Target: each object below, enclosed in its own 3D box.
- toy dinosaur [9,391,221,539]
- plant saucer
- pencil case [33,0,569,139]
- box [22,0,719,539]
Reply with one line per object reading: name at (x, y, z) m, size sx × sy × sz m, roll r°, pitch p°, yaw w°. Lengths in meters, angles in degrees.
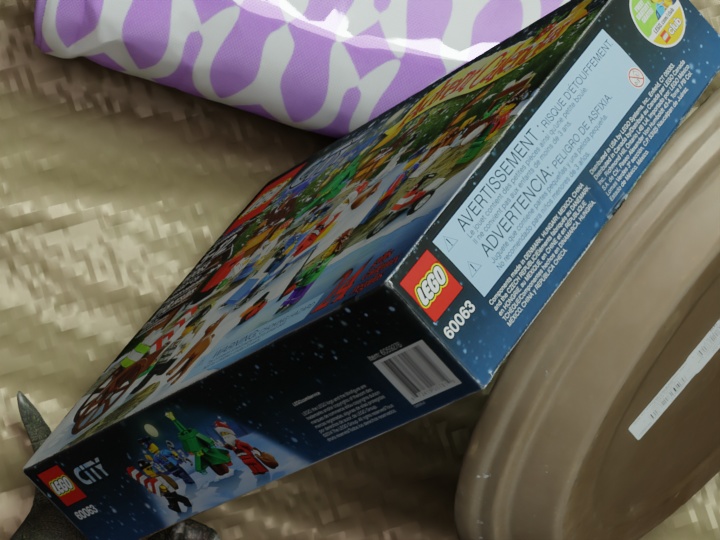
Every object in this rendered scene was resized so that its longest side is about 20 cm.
toy dinosaur at (-0.068, 0.129, 0.836) m, size 0.102 × 0.077 × 0.200 m, roll -22°, pitch 87°, yaw -27°
plant saucer at (0.103, 0.011, 0.827) m, size 0.029 × 0.200 × 0.200 m, roll 40°, pitch 74°, yaw 21°
pencil case at (-0.002, -0.082, 0.884) m, size 0.199 × 0.084 × 0.086 m, roll 15°, pitch 97°, yaw -7°
box at (0.000, 0.000, 0.791) m, size 0.038 × 0.200 × 0.137 m, roll 46°, pitch 54°, yaw -12°
